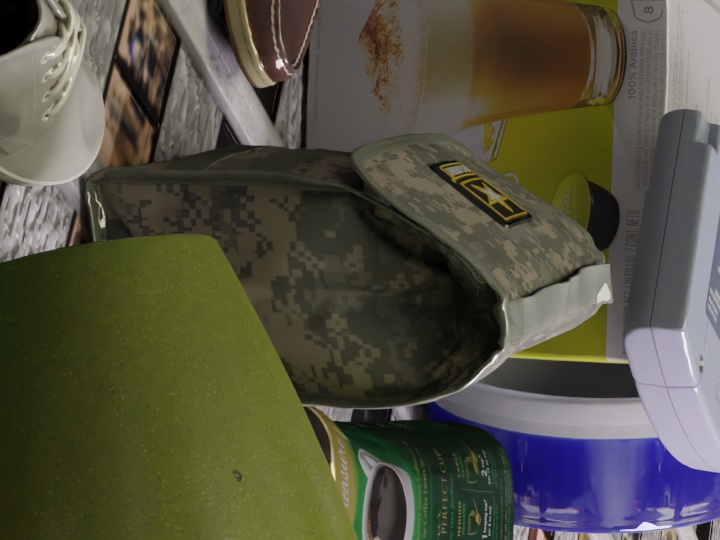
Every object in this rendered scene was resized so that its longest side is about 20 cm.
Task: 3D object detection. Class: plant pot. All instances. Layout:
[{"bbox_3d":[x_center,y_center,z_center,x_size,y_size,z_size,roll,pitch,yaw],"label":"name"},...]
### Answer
[{"bbox_3d":[-0.085,0.093,1.078,0.187,0.186,0.201,7,73,-71],"label":"plant pot"}]

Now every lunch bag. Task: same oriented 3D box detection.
[{"bbox_3d":[0.000,0.000,1.250,0.164,0.199,0.118,-18,108,-69],"label":"lunch bag"}]

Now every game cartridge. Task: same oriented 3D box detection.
[{"bbox_3d":[0.172,0.022,1.415,0.200,0.041,0.134,53,48,-60],"label":"game cartridge"}]

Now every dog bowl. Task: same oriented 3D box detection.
[{"bbox_3d":[0.138,0.085,1.665,0.200,0.199,0.079,-35,127,-67],"label":"dog bowl"}]

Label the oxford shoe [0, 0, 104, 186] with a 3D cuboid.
[{"bbox_3d":[-0.131,-0.084,1.078,0.200,0.057,0.076,53,39,-64],"label":"oxford shoe"}]

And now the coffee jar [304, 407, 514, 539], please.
[{"bbox_3d":[-0.012,0.115,1.337,0.200,0.085,0.105,13,78,-55],"label":"coffee jar"}]

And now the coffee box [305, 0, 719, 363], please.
[{"bbox_3d":[0.092,-0.053,1.521,0.200,0.197,0.201,4,89,-69],"label":"coffee box"}]

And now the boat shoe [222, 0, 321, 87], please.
[{"bbox_3d":[-0.019,-0.184,1.377,0.072,0.072,0.201,56,40,-60],"label":"boat shoe"}]
